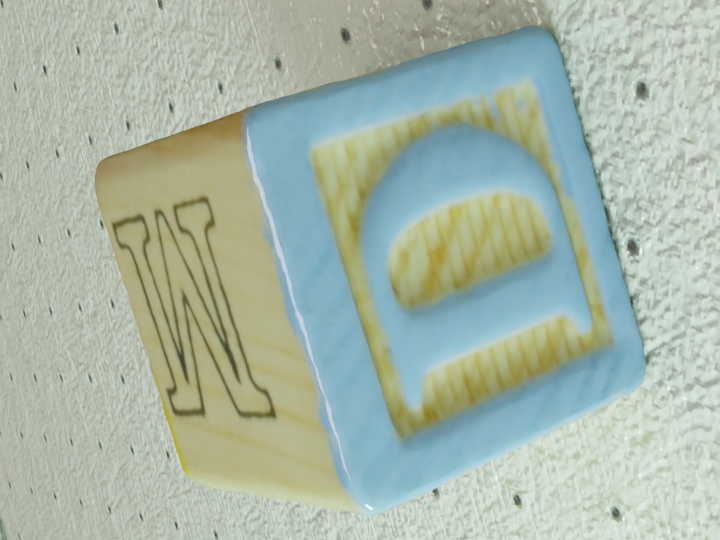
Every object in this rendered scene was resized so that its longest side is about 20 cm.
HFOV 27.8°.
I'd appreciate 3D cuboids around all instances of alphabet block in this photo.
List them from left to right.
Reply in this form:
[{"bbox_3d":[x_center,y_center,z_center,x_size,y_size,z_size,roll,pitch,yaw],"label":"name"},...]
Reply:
[{"bbox_3d":[0.000,0.000,0.771,0.199,0.194,0.198,-6,100,58],"label":"alphabet block"}]

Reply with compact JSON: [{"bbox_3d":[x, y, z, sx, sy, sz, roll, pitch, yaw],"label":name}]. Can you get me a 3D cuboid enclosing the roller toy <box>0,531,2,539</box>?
[{"bbox_3d":[-0.592,0.356,2.022,0.200,0.139,0.184,-29,83,60],"label":"roller toy"}]
